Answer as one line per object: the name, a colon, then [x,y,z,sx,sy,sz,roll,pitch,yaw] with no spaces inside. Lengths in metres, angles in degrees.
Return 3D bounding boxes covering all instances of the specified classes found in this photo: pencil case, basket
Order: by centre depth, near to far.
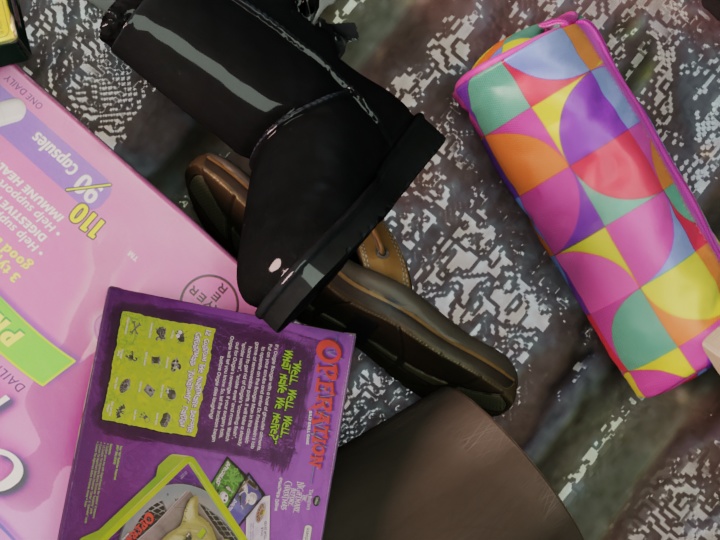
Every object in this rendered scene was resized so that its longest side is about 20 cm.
basket: [0.000,0.160,1.284,0.200,0.136,0.181,-40,106,-11]
pencil case: [0.129,-0.034,1.331,0.088,0.088,0.200,-35,93,-8]

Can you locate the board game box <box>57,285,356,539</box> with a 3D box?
board game box: [-0.076,0.115,1.205,0.120,0.032,0.201,11,73,-2]

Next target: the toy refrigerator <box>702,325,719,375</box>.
toy refrigerator: [0.255,0.095,1.306,0.070,0.076,0.200,-40,119,-8]

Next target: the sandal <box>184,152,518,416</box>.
sandal: [0.000,0.000,1.317,0.200,0.082,0.055,32,68,-4]

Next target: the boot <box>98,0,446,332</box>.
boot: [-0.054,-0.073,1.241,0.162,0.198,0.073,42,123,-3]

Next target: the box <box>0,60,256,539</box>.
box: [-0.171,0.031,1.281,0.176,0.097,0.200,42,84,-4]

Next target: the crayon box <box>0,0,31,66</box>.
crayon box: [-0.264,-0.138,1.220,0.199,0.051,0.127,-13,84,-1]

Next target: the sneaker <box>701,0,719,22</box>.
sneaker: [0.252,-0.143,1.355,0.199,0.076,0.114,35,86,0]

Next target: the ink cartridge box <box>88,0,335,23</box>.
ink cartridge box: [-0.061,-0.207,1.341,0.161,0.050,0.200,35,102,-5]
